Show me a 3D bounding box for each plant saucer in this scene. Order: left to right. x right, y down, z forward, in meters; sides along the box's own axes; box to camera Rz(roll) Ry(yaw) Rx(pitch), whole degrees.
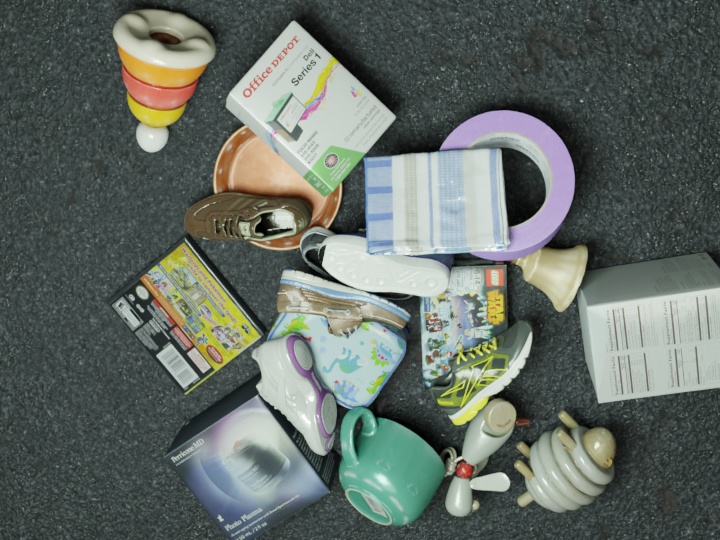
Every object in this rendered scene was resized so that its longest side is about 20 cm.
[{"bbox_3d":[-0.124,-0.132,1.413,0.197,0.032,0.203,2,108,5],"label":"plant saucer"}]

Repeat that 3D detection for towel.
[{"bbox_3d":[0.103,-0.094,1.278,0.197,0.024,0.149,-3,77,6],"label":"towel"}]

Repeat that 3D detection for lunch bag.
[{"bbox_3d":[-0.039,0.111,1.453,0.199,0.083,0.162,32,107,-4],"label":"lunch bag"}]

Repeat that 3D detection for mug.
[{"bbox_3d":[0.029,0.314,1.458,0.184,0.115,0.152,35,151,5],"label":"mug"}]

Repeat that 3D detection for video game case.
[{"bbox_3d":[-0.280,0.074,1.499,0.180,0.026,0.201,-36,99,16],"label":"video game case"}]

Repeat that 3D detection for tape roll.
[{"bbox_3d":[0.200,-0.119,1.318,0.197,0.066,0.203,-1,80,6],"label":"tape roll"}]

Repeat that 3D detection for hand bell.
[{"bbox_3d":[0.220,-0.024,1.361,0.198,0.104,0.105,21,109,-3],"label":"hand bell"}]

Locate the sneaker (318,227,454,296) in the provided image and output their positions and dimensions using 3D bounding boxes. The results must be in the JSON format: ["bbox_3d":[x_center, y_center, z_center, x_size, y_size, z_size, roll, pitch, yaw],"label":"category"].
[{"bbox_3d":[0.041,-0.042,1.366,0.197,0.147,0.081,13,130,-4],"label":"sneaker"}]

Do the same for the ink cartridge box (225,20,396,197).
[{"bbox_3d":[-0.073,-0.228,1.325,0.200,0.084,0.145,42,82,-7],"label":"ink cartridge box"}]

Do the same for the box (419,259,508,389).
[{"bbox_3d":[0.160,0.084,1.444,0.135,0.040,0.203,-3,107,6],"label":"box"}]

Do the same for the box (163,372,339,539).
[{"bbox_3d":[-0.174,0.302,1.509,0.199,0.123,0.199,-34,100,15],"label":"box"}]

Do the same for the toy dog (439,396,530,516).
[{"bbox_3d":[0.203,0.285,1.462,0.095,0.132,0.202,18,113,-15],"label":"toy dog"}]

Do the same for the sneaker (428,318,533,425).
[{"bbox_3d":[0.180,0.144,1.399,0.084,0.075,0.201,36,107,-7],"label":"sneaker"}]

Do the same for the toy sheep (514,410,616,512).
[{"bbox_3d":[0.317,0.307,1.453,0.138,0.138,0.200,43,122,-8],"label":"toy sheep"}]

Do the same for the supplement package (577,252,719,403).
[{"bbox_3d":[0.426,0.081,1.353,0.197,0.152,0.153,-9,107,9],"label":"supplement package"}]

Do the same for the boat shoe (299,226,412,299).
[{"bbox_3d":[0.000,0.000,1.408,0.198,0.068,0.072,27,112,-16],"label":"boat shoe"}]

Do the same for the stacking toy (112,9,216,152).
[{"bbox_3d":[-0.296,-0.264,1.361,0.144,0.147,0.202,20,128,0],"label":"stacking toy"}]

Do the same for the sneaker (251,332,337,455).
[{"bbox_3d":[-0.099,0.191,1.423,0.098,0.075,0.202,-14,105,28],"label":"sneaker"}]

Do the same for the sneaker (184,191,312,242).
[{"bbox_3d":[-0.172,-0.077,1.379,0.197,0.076,0.072,-5,107,8],"label":"sneaker"}]

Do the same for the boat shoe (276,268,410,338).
[{"bbox_3d":[-0.027,0.060,1.361,0.197,0.072,0.073,17,84,2],"label":"boat shoe"}]
